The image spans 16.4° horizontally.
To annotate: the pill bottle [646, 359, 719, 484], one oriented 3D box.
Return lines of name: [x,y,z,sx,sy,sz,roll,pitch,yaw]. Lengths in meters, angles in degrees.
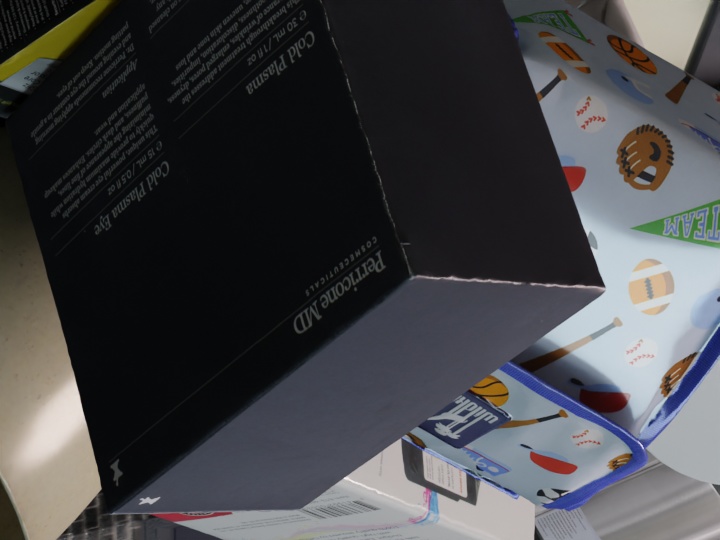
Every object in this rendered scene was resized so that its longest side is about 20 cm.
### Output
pill bottle: [0.209,0.010,1.320,0.116,0.201,0.117,13,136,12]

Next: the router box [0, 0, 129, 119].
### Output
router box: [-0.064,-0.106,1.078,0.149,0.051,0.200,-29,156,26]

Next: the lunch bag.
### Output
lunch bag: [0.071,0.000,1.085,0.169,0.124,0.200,29,114,-17]

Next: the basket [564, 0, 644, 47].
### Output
basket: [0.054,-0.034,1.227,0.199,0.136,0.123,-17,161,0]

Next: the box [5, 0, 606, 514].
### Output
box: [-0.029,-0.027,0.976,0.104,0.183,0.200,5,149,-41]

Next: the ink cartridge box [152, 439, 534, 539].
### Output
ink cartridge box: [-0.015,0.107,1.393,0.145,0.083,0.200,-13,154,37]

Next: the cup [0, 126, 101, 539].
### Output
cup: [-0.156,0.013,1.150,0.143,0.200,0.201,-36,163,-20]

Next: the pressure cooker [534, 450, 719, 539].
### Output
pressure cooker: [0.190,0.095,1.551,0.199,0.180,0.176,-26,153,22]
